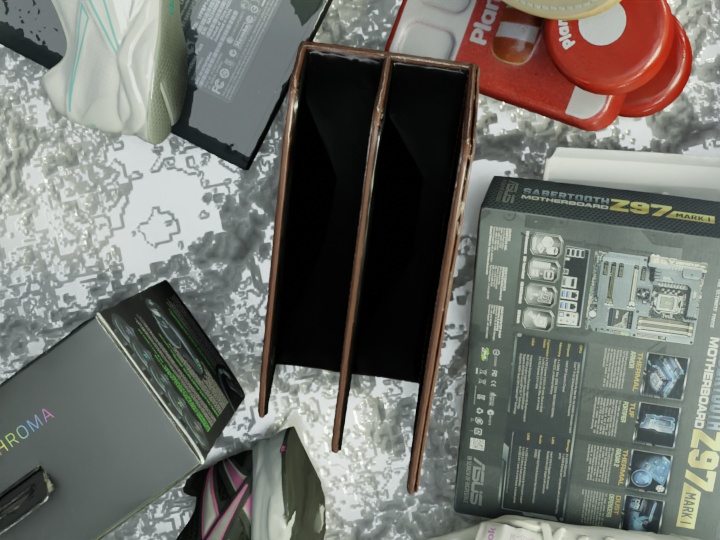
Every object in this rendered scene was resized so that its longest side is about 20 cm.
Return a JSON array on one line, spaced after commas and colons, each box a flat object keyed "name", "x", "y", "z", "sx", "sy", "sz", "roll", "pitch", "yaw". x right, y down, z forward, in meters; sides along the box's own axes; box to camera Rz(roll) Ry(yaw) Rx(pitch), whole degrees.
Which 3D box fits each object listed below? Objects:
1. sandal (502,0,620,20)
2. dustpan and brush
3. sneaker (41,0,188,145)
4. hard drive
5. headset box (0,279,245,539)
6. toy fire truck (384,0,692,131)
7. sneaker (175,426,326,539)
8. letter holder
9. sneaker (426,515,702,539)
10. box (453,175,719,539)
[{"name": "sandal", "x": 0.055, "y": -0.206, "z": 0.694, "sx": 0.078, "sy": 0.069, "sz": 0.212, "roll": -53, "pitch": 51, "yaw": 22}, {"name": "dustpan and brush", "x": 0.164, "y": 0.033, "z": 0.770, "sx": 0.138, "sy": 0.057, "sz": 0.201, "roll": 4, "pitch": 124, "yaw": -1}, {"name": "sneaker", "x": -0.132, "y": -0.174, "z": 0.725, "sx": 0.080, "sy": 0.070, "sz": 0.202, "roll": 9, "pitch": 91, "yaw": 12}, {"name": "hard drive", "x": -0.124, "y": -0.167, "z": 0.776, "sx": 0.199, "sy": 0.033, "sz": 0.140, "roll": 27, "pitch": 94, "yaw": -1}, {"name": "headset box", "x": -0.165, "y": 0.098, "z": 0.714, "sx": 0.174, "sy": 0.200, "sz": 0.093, "roll": -36, "pitch": 93, "yaw": 3}, {"name": "toy fire truck", "x": 0.114, "y": -0.183, "z": 0.741, "sx": 0.167, "sy": 0.112, "sz": 0.201, "roll": 21, "pitch": 96, "yaw": 20}, {"name": "sneaker", "x": -0.069, "y": 0.186, "z": 0.744, "sx": 0.086, "sy": 0.201, "sz": 0.081, "roll": -17, "pitch": 126, "yaw": 15}, {"name": "letter holder", "x": 0.000, "y": 0.000, "z": 0.701, "sx": 0.100, "sy": 0.142, "sz": 0.201, "roll": 8, "pitch": 116, "yaw": 1}, {"name": "sneaker", "x": 0.117, "y": 0.175, "z": 0.721, "sx": 0.099, "sy": 0.199, "sz": 0.075, "roll": 34, "pitch": 58, "yaw": -40}, {"name": "box", "x": 0.138, "y": 0.055, "z": 0.735, "sx": 0.157, "sy": 0.051, "sz": 0.201, "roll": 8, "pitch": 118, "yaw": 12}]
